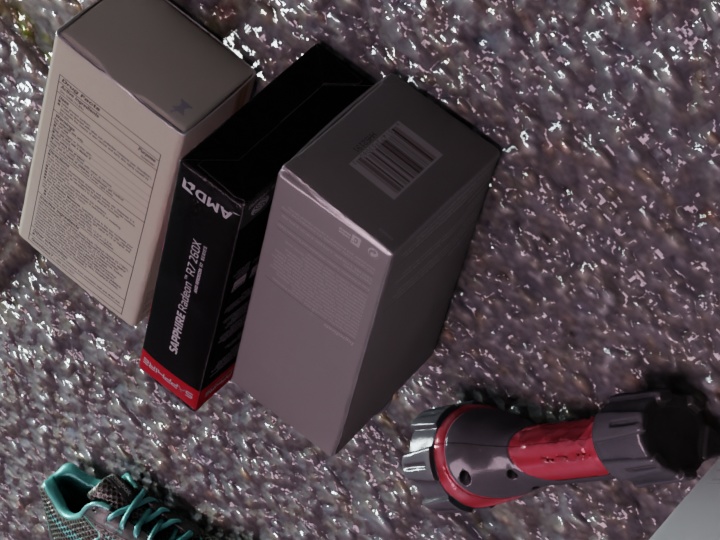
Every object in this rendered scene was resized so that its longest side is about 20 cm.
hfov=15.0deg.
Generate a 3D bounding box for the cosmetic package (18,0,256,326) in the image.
[{"bbox_3d":[-0.137,-0.069,1.641,0.105,0.071,0.200,39,145,12],"label":"cosmetic package"}]

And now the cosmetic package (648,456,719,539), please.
[{"bbox_3d":[0.206,0.158,1.389,0.071,0.200,0.102,-2,123,47],"label":"cosmetic package"}]

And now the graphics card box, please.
[{"bbox_3d":[-0.060,-0.022,1.560,0.051,0.125,0.200,37,145,14],"label":"graphics card box"}]

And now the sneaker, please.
[{"bbox_3d":[-0.159,0.187,1.923,0.199,0.078,0.092,7,126,41],"label":"sneaker"}]

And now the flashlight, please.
[{"bbox_3d":[0.108,0.100,1.555,0.200,0.068,0.068,-13,112,53],"label":"flashlight"}]

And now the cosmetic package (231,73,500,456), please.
[{"bbox_3d":[0.000,0.000,1.536,0.090,0.107,0.200,37,143,13],"label":"cosmetic package"}]
